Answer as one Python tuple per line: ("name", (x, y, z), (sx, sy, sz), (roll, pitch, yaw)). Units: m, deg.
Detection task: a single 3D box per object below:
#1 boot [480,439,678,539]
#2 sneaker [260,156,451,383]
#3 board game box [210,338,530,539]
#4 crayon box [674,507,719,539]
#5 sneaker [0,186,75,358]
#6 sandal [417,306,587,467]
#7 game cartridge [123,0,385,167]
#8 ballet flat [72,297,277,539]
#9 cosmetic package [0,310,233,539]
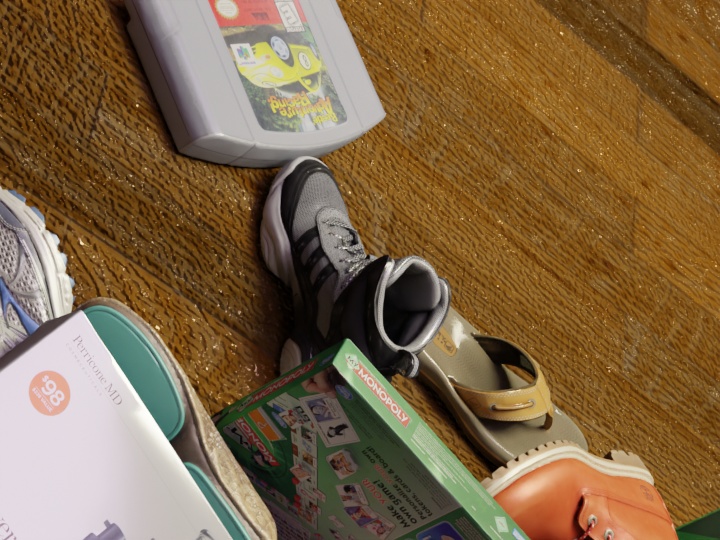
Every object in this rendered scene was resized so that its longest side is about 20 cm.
("boot", (0.153, 0.178, 1.549), (0.200, 0.075, 0.107), (8, 45, -46))
("sneaker", (0.000, 0.000, 1.480), (0.075, 0.114, 0.201), (20, 52, -40))
("board game box", (0.007, 0.145, 1.376), (0.200, 0.134, 0.029), (49, 39, -14))
("crayon box", (0.280, 0.272, 1.612), (0.058, 0.119, 0.201), (10, 59, -45))
("sneaker", (-0.202, 0.036, 1.264), (0.085, 0.077, 0.200), (-24, 85, -48))
("sandal", (0.094, 0.074, 1.585), (0.200, 0.054, 0.080), (46, 39, -17))
("game cartridge", (-0.066, -0.137, 1.563), (0.200, 0.041, 0.134), (-12, 80, -51))
("ballet flat", (-0.112, 0.105, 1.341), (0.200, 0.070, 0.065), (62, 10, -1))
("cosmetic package", (-0.158, 0.146, 1.208), (0.151, 0.052, 0.200), (-40, 103, -34))
